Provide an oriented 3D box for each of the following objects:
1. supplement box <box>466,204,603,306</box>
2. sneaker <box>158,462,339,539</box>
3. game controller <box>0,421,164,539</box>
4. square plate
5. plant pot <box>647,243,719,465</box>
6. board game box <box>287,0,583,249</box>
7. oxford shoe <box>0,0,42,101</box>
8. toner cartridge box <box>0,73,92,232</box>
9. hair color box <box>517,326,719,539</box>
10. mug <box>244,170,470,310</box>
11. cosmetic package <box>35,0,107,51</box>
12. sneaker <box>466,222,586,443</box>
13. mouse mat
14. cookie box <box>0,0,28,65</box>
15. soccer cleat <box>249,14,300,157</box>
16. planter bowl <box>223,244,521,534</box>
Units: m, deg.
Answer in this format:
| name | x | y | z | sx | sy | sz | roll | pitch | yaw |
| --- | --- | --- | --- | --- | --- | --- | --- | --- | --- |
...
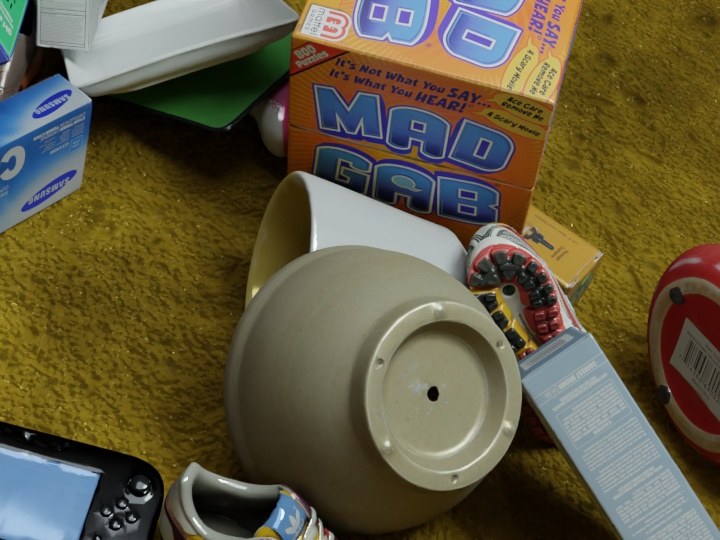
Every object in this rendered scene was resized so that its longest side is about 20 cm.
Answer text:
| name | x | y | z | sx | sy | sz | roll | pitch | yaw |
| --- | --- | --- | --- | --- | --- | --- | --- | --- | --- |
| supplement box | 0.105 | -0.034 | 1.229 | 0.199 | 0.069 | 0.066 | 34 | 45 | 19 |
| sneaker | -0.039 | 0.193 | 0.918 | 0.198 | 0.091 | 0.075 | 20 | 42 | 4 |
| game controller | -0.230 | 0.149 | 0.929 | 0.197 | 0.042 | 0.105 | 14 | 41 | -1 |
| square plate | -0.164 | -0.203 | 1.246 | 0.196 | 0.029 | 0.200 | -19 | 25 | -9 |
| plant pot | 0.341 | 0.053 | 1.124 | 0.180 | 0.202 | 0.201 | -10 | 49 | -25 |
| board game box | 0.064 | -0.166 | 1.145 | 0.197 | 0.201 | 0.202 | 15 | 56 | 6 |
| oxford shoe | -0.319 | -0.166 | 1.208 | 0.070 | 0.073 | 0.201 | 14 | 42 | -6 |
| toner cartridge box | -0.295 | -0.069 | 1.099 | 0.043 | 0.096 | 0.200 | 36 | 45 | 18 |
| hair color box | 0.182 | 0.140 | 0.981 | 0.060 | 0.099 | 0.201 | -33 | 90 | 2 |
| mug | 0.004 | -0.001 | 1.105 | 0.151 | 0.150 | 0.188 | 11 | 48 | -20 |
| cosmetic package | -0.256 | -0.264 | 1.278 | 0.050 | 0.084 | 0.200 | 5 | 22 | -7 |
| sneaker | 0.139 | 0.047 | 1.079 | 0.077 | 0.201 | 0.082 | -22 | 29 | 9 |
| mouse mat | -0.151 | -0.187 | 1.280 | 0.198 | 0.008 | 0.161 | 18 | 47 | 31 |
| cookie box | -0.363 | -0.231 | 1.198 | 0.169 | 0.076 | 0.201 | -18 | 41 | 15 |
| soccer cleat | -0.094 | -0.170 | 1.309 | 0.085 | 0.070 | 0.201 | -2 | 41 | -1 |
| planter bowl | 0.024 | 0.082 | 0.951 | 0.198 | 0.134 | 0.203 | 1 | 88 | -28 |
